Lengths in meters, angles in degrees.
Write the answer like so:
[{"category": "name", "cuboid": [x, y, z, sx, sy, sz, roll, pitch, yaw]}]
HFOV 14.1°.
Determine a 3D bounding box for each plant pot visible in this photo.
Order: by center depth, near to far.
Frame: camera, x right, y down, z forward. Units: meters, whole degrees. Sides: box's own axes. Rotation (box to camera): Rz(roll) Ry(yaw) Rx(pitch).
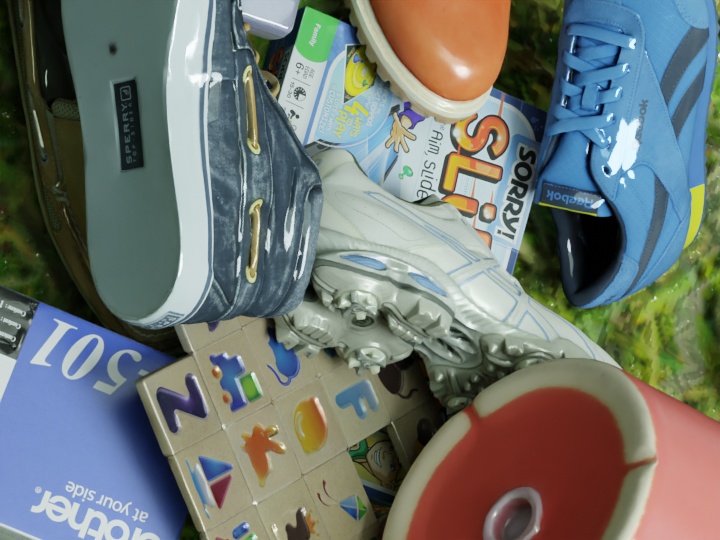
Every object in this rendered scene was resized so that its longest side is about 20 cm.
[{"category": "plant pot", "cuboid": [0.115, 0.142, 1.229, 0.177, 0.200, 0.201, 40, 66, -35]}]

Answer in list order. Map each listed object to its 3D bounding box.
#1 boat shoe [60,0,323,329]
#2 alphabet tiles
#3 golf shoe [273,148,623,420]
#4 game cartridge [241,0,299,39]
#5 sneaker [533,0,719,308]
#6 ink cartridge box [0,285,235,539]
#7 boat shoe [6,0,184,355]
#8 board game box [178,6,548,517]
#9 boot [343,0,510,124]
[{"category": "boat shoe", "cuboid": [-0.066, -0.077, 1.175, 0.091, 0.071, 0.202, 1, 87, -52]}, {"category": "alphabet tiles", "cuboid": [-0.029, 0.050, 1.228, 0.167, 0.008, 0.201, -27, 95, -50]}, {"category": "golf shoe", "cuboid": [0.049, 0.011, 1.270, 0.200, 0.078, 0.098, 30, 46, -37]}, {"category": "game cartridge", "cuboid": [-0.106, -0.182, 1.201, 0.199, 0.038, 0.131, 17, 75, -21]}, {"category": "sneaker", "cuboid": [0.114, -0.073, 1.311, 0.078, 0.066, 0.201, -35, 134, -40]}, {"category": "ink cartridge box", "cuboid": [-0.161, 0.054, 1.199, 0.199, 0.044, 0.095, 24, 73, -9]}, {"category": "boat shoe", "cuboid": [-0.112, -0.061, 1.232, 0.071, 0.076, 0.201, -20, 86, -1]}, {"category": "board game box", "cuboid": [0.000, 0.000, 1.310, 0.135, 0.034, 0.201, 21, 74, -22]}, {"category": "boot", "cuboid": [0.045, -0.170, 1.300, 0.075, 0.107, 0.201, 8, 69, -29]}]
